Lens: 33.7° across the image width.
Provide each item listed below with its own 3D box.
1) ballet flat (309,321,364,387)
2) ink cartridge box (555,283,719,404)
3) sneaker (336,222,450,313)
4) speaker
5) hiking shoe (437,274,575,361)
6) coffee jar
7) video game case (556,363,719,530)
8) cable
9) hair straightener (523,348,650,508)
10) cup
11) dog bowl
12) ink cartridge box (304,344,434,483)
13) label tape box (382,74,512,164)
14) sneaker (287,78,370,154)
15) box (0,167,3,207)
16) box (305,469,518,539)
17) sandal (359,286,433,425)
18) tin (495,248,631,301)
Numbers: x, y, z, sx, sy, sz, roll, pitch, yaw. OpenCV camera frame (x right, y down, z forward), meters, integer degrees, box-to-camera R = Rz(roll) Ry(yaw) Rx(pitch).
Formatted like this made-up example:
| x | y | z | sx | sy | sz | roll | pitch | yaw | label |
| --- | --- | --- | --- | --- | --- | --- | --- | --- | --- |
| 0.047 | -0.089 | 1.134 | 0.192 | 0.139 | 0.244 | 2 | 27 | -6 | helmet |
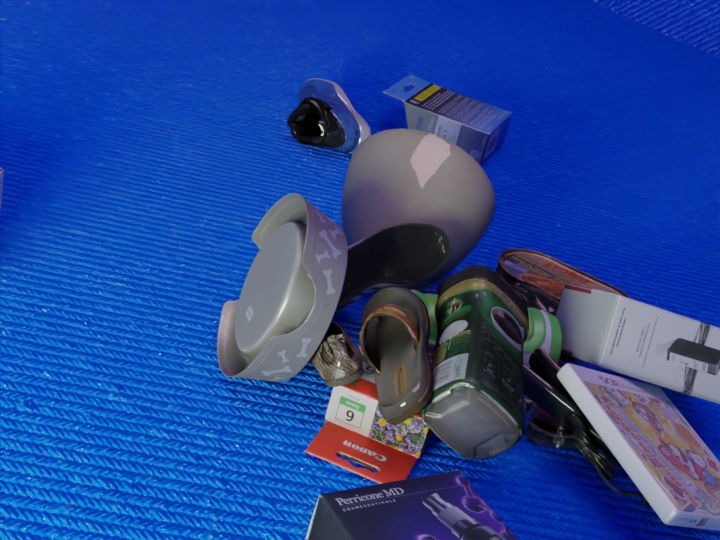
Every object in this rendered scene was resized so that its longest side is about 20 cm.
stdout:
| x | y | z | sx | sy | sz | roll | pitch | yaw | label |
| --- | --- | --- | --- | --- | --- | --- | --- | --- | --- |
| -0.042 | 0.073 | 1.257 | 0.067 | 0.047 | 0.200 | -22 | 16 | -9 | ballet flat |
| 0.339 | 0.087 | 1.372 | 0.198 | 0.085 | 0.144 | 18 | 0 | -16 | ink cartridge box |
| 0.000 | 0.000 | 1.390 | 0.198 | 0.085 | 0.121 | -18 | 5 | -16 | sneaker |
| 0.127 | 0.074 | 1.364 | 0.197 | 0.089 | 0.089 | 8 | 27 | -14 | speaker |
| 0.183 | 0.052 | 1.468 | 0.198 | 0.076 | 0.101 | 21 | 17 | -9 | hiking shoe |
| 0.121 | 0.089 | 1.224 | 0.104 | 0.085 | 0.201 | 43 | 34 | -22 | coffee jar |
| 0.311 | 0.184 | 1.226 | 0.181 | 0.023 | 0.201 | 16 | 31 | -42 | video game case |
| 0.258 | 0.169 | 1.291 | 0.198 | 0.051 | 0.097 | 20 | 32 | 8 | cable |
| 0.227 | 0.174 | 1.239 | 0.077 | 0.041 | 0.200 | -29 | 70 | -36 | hair straightener |
| 0.055 | -0.054 | 1.488 | 0.198 | 0.201 | 0.144 | 19 | 51 | 8 | cup |
| -0.080 | 0.024 | 1.238 | 0.058 | 0.201 | 0.201 | 22 | 23 | -22 | dog bowl |
| 0.027 | 0.138 | 1.224 | 0.108 | 0.051 | 0.200 | 21 | 27 | 10 | ink cartridge box |
| 0.144 | -0.261 | 2.039 | 0.198 | 0.064 | 0.144 | 23 | 28 | 14 | label tape box |
| -0.075 | -0.255 | 1.895 | 0.110 | 0.077 | 0.200 | 6 | 33 | -38 | sneaker |
| -0.495 | -0.054 | 1.263 | 0.174 | 0.098 | 0.201 | 13 | 26 | -6 | box |
| 0.059 | 0.266 | 0.936 | 0.147 | 0.105 | 0.200 | -4 | 33 | -33 | box |
| 0.027 | 0.074 | 1.198 | 0.054 | 0.081 | 0.201 | 41 | 25 | -25 | sandal |
| 0.271 | 0.031 | 1.578 | 0.199 | 0.042 | 0.112 | 27 | 33 | 22 | tin |
